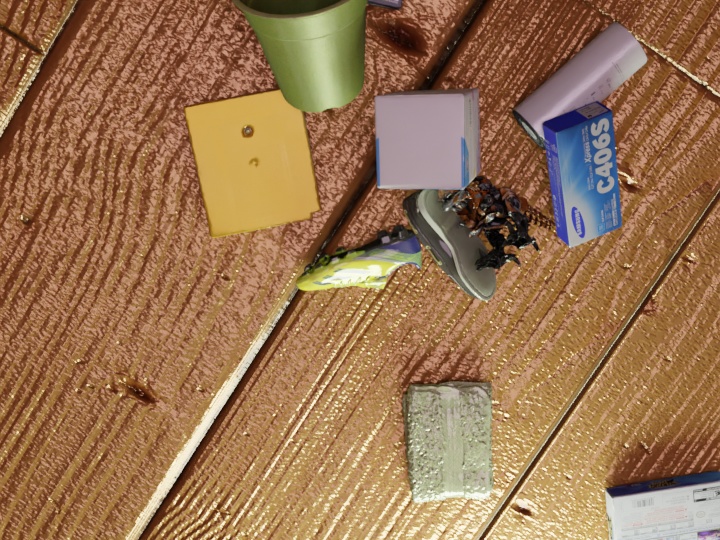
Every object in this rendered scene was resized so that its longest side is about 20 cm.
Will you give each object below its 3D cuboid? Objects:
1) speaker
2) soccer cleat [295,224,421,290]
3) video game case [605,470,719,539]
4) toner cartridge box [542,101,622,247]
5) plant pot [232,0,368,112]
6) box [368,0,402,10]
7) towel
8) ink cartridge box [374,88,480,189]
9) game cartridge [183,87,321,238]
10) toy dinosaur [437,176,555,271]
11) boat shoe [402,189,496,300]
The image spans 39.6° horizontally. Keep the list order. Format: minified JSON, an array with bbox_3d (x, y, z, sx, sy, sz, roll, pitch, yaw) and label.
[{"bbox_3d":[0.326,-0.274,1.488,0.200,0.081,0.081,-42,101,4],"label":"speaker"},{"bbox_3d":[0.000,0.000,1.525,0.199,0.065,0.084,-21,106,0],"label":"soccer cleat"},{"bbox_3d":[0.512,0.438,1.660,0.198,0.045,0.183,-8,100,-3],"label":"video game case"},{"bbox_3d":[0.333,-0.141,1.492,0.094,0.043,0.201,-22,124,-9],"label":"toner cartridge box"},{"bbox_3d":[-0.065,-0.329,1.384,0.198,0.201,0.191,-14,138,-2],"label":"plant pot"},{"bbox_3d":[-0.021,-0.476,1.437,0.198,0.049,0.163,10,99,-6],"label":"box"},{"bbox_3d":[0.142,0.275,1.604,0.147,0.036,0.202,-3,101,-3],"label":"towel"},{"bbox_3d":[0.102,-0.192,1.437,0.124,0.200,0.130,1,102,13],"label":"ink cartridge box"},{"bbox_3d":[-0.159,-0.162,1.499,0.175,0.032,0.202,-10,104,-3],"label":"game cartridge"},{"bbox_3d":[0.212,-0.084,1.502,0.198,0.102,0.137,-4,62,-11],"label":"toy dinosaur"},{"bbox_3d":[0.137,-0.038,1.532,0.072,0.060,0.202,-45,110,-36],"label":"boat shoe"}]
